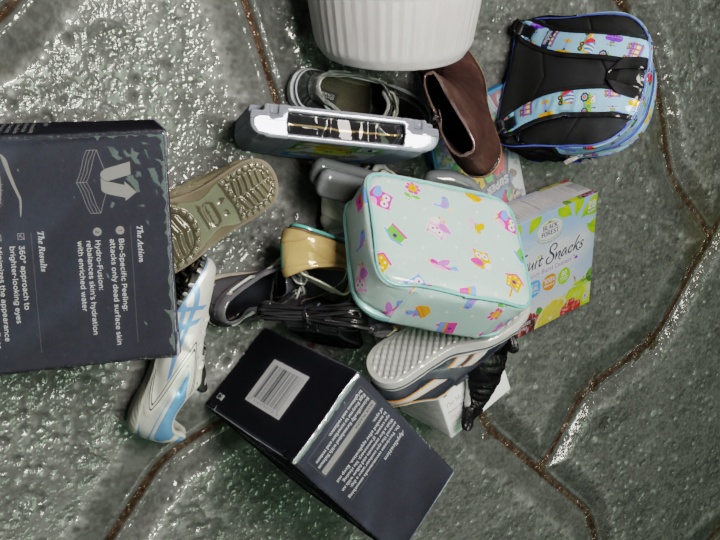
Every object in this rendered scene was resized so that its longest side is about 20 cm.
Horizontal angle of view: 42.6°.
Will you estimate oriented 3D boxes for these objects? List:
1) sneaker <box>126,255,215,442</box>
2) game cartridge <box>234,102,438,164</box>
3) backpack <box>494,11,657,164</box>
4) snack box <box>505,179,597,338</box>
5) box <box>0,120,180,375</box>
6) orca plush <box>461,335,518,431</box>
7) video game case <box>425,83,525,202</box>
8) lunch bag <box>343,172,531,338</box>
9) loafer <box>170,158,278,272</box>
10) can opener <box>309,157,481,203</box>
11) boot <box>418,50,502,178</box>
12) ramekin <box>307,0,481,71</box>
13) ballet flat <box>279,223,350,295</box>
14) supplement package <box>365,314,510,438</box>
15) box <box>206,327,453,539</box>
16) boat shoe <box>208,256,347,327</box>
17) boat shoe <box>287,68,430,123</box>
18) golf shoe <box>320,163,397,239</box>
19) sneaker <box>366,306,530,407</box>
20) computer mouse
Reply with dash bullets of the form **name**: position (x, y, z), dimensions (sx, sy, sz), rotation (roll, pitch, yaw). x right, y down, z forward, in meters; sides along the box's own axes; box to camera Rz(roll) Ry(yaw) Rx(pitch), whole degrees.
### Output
- **sneaker**: position (-0.185, 0.082, 0.967), dimensions (0.071, 0.072, 0.204), rotation (16, 97, -22)
- **game cartridge**: position (-0.030, -0.141, 0.975), dimensions (0.196, 0.133, 0.041), rotation (4, 92, -16)
- **backpack**: position (0.281, -0.223, 1.146), dimensions (0.133, 0.198, 0.187), rotation (18, 82, -46)
- **snack box**: position (0.226, -0.010, 1.234), dimensions (0.198, 0.067, 0.172), rotation (-21, 122, -34)
- **box**: position (-0.267, -0.026, 0.817), dimensions (0.196, 0.117, 0.201), rotation (-4, 105, -16)
- **orca plush**: position (0.148, 0.090, 1.076), dimensions (0.104, 0.071, 0.205), rotation (6, 97, -37)
- **video game case**: position (0.153, -0.121, 1.201), dimensions (0.142, 0.018, 0.204), rotation (-29, 117, -28)
- **lunch bag**: position (0.080, -0.019, 0.967), dimensions (0.196, 0.077, 0.163), rotation (10, 50, -26)
- **loafer**: position (-0.176, -0.052, 0.948), dimensions (0.197, 0.068, 0.077), rotation (-26, 105, -10)
- **can opener**: position (0.039, -0.095, 1.031), dimensions (0.196, 0.053, 0.068), rotation (8, 118, -24)
- **boot**: position (0.101, -0.202, 1.027), dimensions (0.203, 0.071, 0.166), rotation (67, 15, 11)
- **ramekin**: position (0.035, -0.277, 0.974), dimensions (0.199, 0.201, 0.096), rotation (-17, 122, -31)
- **ballet flat**: position (0.000, 0.000, 1.023), dimensions (0.196, 0.068, 0.064), rotation (12, 81, -20)
- **supplement package**: position (0.090, 0.081, 1.146), dimensions (0.113, 0.109, 0.203), rotation (-34, 119, -25)
- **box**: position (-0.035, 0.186, 1.026), dimensions (0.118, 0.195, 0.200), rotation (-51, 125, -15)
- **boat shoe**: position (-0.086, 0.023, 1.032), dimensions (0.197, 0.062, 0.074), rotation (-15, 110, -32)
- **boat shoe**: position (0.011, -0.181, 1.050), dimensions (0.197, 0.070, 0.074), rotation (5, 98, -37)
- **golf shoe**: position (0.041, -0.087, 1.094), dimensions (0.197, 0.078, 0.100), rotation (-12, 101, -33)
- **sneaker**: position (0.098, 0.084, 1.029), dimensions (0.197, 0.079, 0.080), rotation (-25, 144, -9)
- **computer mouse**: position (-0.019, 0.052, 1.014), dimensions (0.200, 0.138, 0.047), rotation (33, 63, -66)
